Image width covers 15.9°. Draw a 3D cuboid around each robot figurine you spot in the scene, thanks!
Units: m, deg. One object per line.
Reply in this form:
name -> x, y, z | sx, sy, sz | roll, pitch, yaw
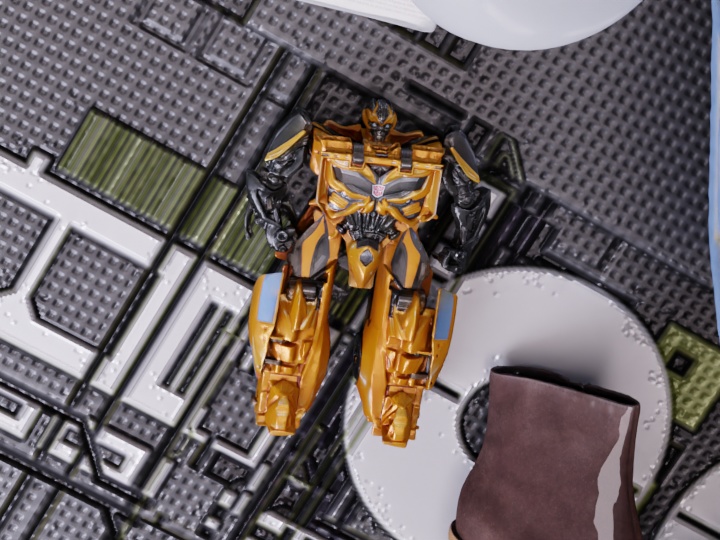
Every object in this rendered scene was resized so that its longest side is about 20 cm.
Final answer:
robot figurine -> 0.000, 0.000, 1.495 | 0.144, 0.058, 0.201 | 5, 110, -9

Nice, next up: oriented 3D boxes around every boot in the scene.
boot -> 0.145, 0.159, 1.525 | 0.199, 0.072, 0.167 | 19, 108, 25

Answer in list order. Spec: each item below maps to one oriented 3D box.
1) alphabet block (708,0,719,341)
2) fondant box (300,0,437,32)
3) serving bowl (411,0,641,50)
alphabet block -> 0.297, -0.039, 1.409 | 0.199, 0.196, 0.197 | -2, 128, 4
fondant box -> -0.004, -0.245, 1.404 | 0.144, 0.058, 0.201 | 13, 110, -11
serving bowl -> 0.111, -0.207, 1.386 | 0.200, 0.066, 0.201 | -15, 120, -26
